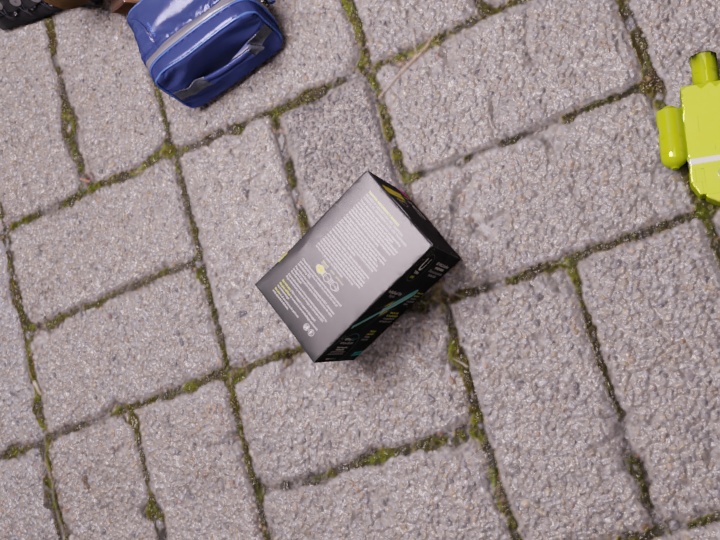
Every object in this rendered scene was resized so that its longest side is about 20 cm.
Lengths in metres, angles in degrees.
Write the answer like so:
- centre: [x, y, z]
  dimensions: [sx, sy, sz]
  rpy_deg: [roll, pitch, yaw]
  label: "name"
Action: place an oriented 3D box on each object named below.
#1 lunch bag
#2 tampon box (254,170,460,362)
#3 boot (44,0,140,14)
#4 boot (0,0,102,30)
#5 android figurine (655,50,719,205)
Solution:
- centre: [-0.204, -0.326, 1.162]
  dimensions: [0.199, 0.136, 0.134]
  rpy_deg: [-32, 75, 13]
  label: "lunch bag"
- centre: [0.000, 0.000, 1.046]
  dimensions: [0.200, 0.150, 0.127]
  rpy_deg: [-44, 73, 11]
  label: "tampon box"
- centre: [-0.407, -0.464, 1.221]
  dimensions: [0.073, 0.199, 0.157]
  rpy_deg: [-15, 87, 33]
  label: "boot"
- centre: [-0.519, -0.458, 1.285]
  dimensions: [0.197, 0.166, 0.066]
  rpy_deg: [-2, 51, 20]
  label: "boot"
- centre: [0.435, -0.157, 0.960]
  dimensions: [0.179, 0.041, 0.203]
  rpy_deg: [-5, 81, 20]
  label: "android figurine"
